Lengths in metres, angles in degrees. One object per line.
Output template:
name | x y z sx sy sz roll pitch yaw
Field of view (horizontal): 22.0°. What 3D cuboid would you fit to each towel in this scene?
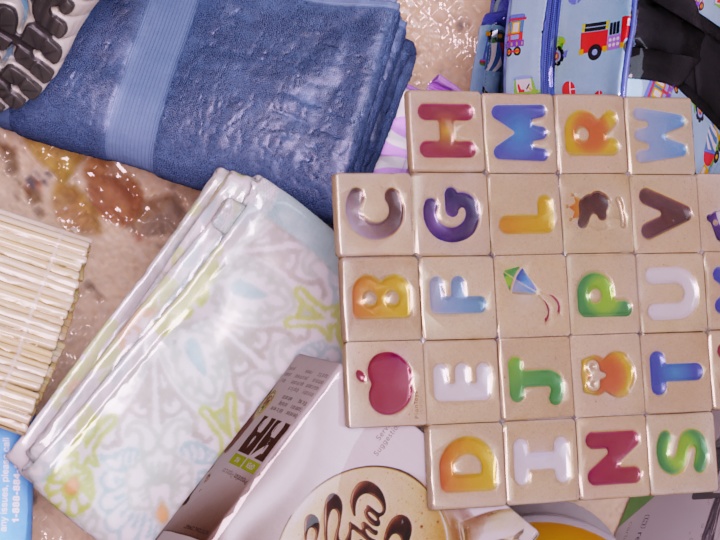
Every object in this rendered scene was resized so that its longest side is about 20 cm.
towel | -0.081 -0.097 0.880 0.198 0.049 0.113 17 77 10
towel | -0.032 0.076 0.824 0.200 0.048 0.172 40 81 -12

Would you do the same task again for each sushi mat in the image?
sushi mat | -0.219 -0.004 0.786 0.198 0.012 0.096 19 60 -11

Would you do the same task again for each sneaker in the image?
sneaker | -0.143 -0.144 0.836 0.078 0.199 0.090 43 35 -26

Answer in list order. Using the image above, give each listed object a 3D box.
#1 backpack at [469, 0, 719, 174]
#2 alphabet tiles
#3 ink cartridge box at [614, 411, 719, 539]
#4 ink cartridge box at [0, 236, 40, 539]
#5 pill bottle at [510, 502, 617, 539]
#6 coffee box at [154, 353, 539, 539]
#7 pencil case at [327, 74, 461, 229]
backpack | 0.119 -0.087 0.893 0.133 0.200 0.184 5 82 24
alphabet tiles | 0.084 0.010 0.760 0.198 0.006 0.168 -1 85 -21
ink cartridge box | 0.202 0.140 0.903 0.084 0.200 0.146 29 74 -13
ink cartridge box | -0.248 0.056 0.820 0.198 0.084 0.147 3 81 -18
pill bottle | 0.082 0.183 0.831 0.108 0.200 0.110 2 111 6
coffee box | -0.037 0.148 0.756 0.113 0.080 0.200 41 79 -13
pencil case | 0.000 0.000 0.914 0.084 0.085 0.202 22 77 -43
